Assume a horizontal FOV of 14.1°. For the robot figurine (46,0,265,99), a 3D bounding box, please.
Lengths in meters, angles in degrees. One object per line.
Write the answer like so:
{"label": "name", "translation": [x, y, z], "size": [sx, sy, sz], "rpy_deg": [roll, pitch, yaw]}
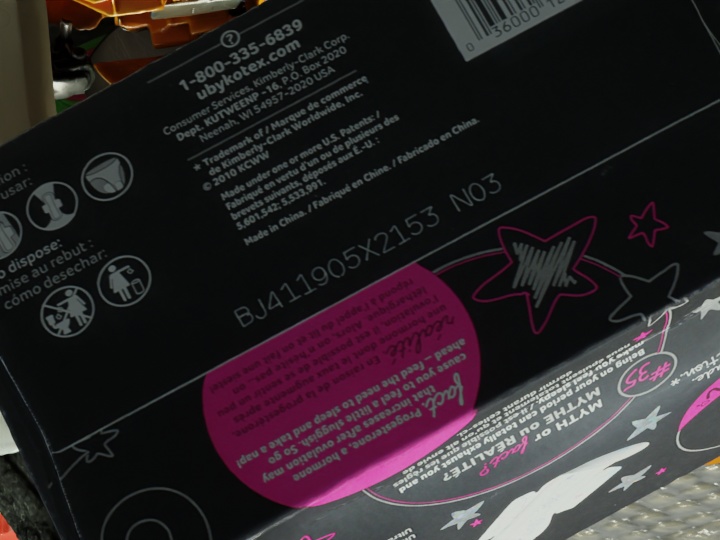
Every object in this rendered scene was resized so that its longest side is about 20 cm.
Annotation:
{"label": "robot figurine", "translation": [-0.087, -0.112, 0.897], "size": [0.200, 0.145, 0.058], "rpy_deg": [-8, 161, -7]}

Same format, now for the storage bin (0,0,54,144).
{"label": "storage bin", "translation": [-0.195, -0.101, 0.791], "size": [0.198, 0.200, 0.094], "rpy_deg": [-5, -171, 6]}

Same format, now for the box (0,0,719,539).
{"label": "box", "translation": [0.010, 0.003, 0.739], "size": [0.200, 0.132, 0.115], "rpy_deg": [-28, 154, -1]}

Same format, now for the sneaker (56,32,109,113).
{"label": "sneaker", "translation": [-0.058, -0.065, 1.099], "size": [0.200, 0.077, 0.084], "rpy_deg": [-13, 171, 29]}

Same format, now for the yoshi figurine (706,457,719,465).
{"label": "yoshi figurine", "translation": [0.103, 0.028, 1.282], "size": [0.200, 0.112, 0.112], "rpy_deg": [17, 141, -35]}

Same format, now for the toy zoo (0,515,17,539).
{"label": "toy zoo", "translation": [-0.110, 0.105, 1.278], "size": [0.200, 0.020, 0.131], "rpy_deg": [18, 148, -39]}

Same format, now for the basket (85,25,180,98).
{"label": "basket", "translation": [0.000, 0.000, 0.962], "size": [0.180, 0.200, 0.136], "rpy_deg": [-10, 160, -49]}

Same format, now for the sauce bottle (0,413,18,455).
{"label": "sauce bottle", "translation": [-0.102, 0.005, 0.973], "size": [0.066, 0.066, 0.200], "rpy_deg": [-6, -164, 6]}

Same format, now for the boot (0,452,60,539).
{"label": "boot", "translation": [-0.024, 0.088, 1.047], "size": [0.211, 0.158, 0.079], "rpy_deg": [-12, 153, -35]}
